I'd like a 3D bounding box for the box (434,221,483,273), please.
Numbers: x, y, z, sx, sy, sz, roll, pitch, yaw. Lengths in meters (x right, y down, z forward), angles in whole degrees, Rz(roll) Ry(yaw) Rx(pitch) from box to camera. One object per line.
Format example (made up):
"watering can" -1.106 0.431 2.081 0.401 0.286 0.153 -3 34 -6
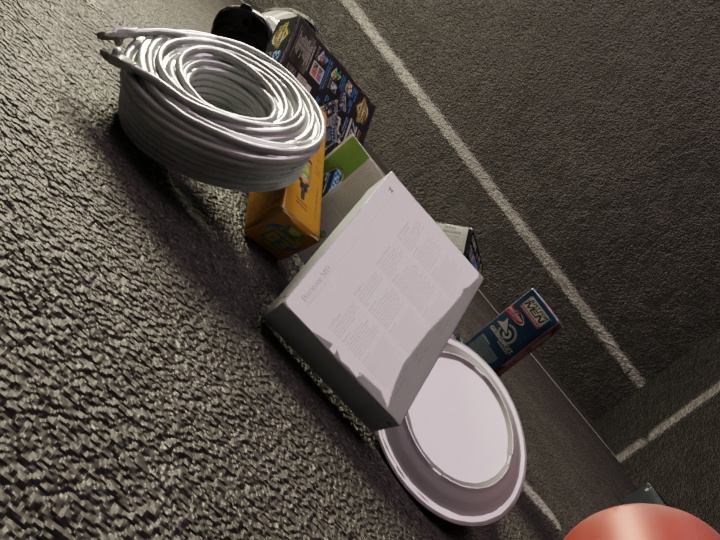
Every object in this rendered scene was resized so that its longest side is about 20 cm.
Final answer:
"box" 0.093 -0.034 1.037 0.194 0.051 0.200 14 -11 20

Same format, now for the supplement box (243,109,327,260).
"supplement box" -0.083 -0.116 0.735 0.066 0.068 0.204 40 37 -40

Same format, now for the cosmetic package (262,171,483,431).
"cosmetic package" 0.021 0.024 0.620 0.151 0.051 0.201 48 52 -12

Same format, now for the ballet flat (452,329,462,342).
"ballet flat" 0.093 0.077 0.964 0.073 0.073 0.200 47 1 -17

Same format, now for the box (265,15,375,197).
"box" -0.073 -0.203 0.897 0.049 0.205 0.198 6 -20 37

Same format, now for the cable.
"cable" -0.133 -0.155 0.622 0.199 0.070 0.199 42 36 12

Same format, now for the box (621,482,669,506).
"box" 0.907 0.769 1.945 0.200 0.106 0.150 44 14 -34

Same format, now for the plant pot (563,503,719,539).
"plant pot" 0.285 0.364 0.608 0.201 0.199 0.178 49 21 -7

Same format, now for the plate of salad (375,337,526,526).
"plate of salad" 0.090 0.159 0.662 0.196 0.048 0.204 19 49 -23

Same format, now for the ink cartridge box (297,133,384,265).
"ink cartridge box" 0.003 -0.037 0.778 0.202 0.147 0.076 55 10 19

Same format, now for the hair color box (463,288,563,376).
"hair color box" 0.197 0.117 0.938 0.061 0.199 0.100 53 13 20

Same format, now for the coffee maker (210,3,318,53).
"coffee maker" -0.147 -0.300 0.985 0.200 0.131 0.197 -54 137 -64
